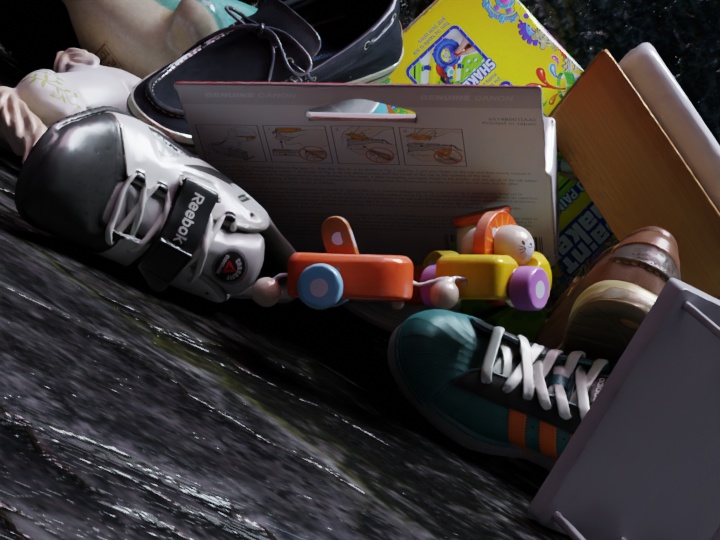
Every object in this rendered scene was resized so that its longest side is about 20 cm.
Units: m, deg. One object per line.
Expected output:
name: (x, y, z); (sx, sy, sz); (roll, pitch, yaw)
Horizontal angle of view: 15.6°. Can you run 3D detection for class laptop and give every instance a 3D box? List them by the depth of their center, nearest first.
laptop: (-0.166, -0.158, 1.868); (0.177, 0.104, 0.199); (36, 10, 40)

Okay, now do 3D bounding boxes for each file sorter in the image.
file sorter: (0.216, 0.120, 1.311); (0.199, 0.139, 0.125); (24, 12, -33)

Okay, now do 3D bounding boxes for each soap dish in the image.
soap dish: (0.172, -0.054, 1.553); (0.158, 0.081, 0.200); (56, 6, -1)

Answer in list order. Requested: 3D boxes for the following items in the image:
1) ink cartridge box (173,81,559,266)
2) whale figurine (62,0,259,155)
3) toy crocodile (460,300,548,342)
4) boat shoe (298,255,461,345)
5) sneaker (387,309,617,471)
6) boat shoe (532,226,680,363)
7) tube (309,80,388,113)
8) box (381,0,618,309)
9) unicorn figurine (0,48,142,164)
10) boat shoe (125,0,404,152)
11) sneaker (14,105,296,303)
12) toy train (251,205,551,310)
ink cartridge box: (0.008, -0.067, 1.451); (0.198, 0.045, 0.177); (2, -32, 7)
whale figurine: (-0.115, -0.146, 1.647); (0.200, 0.104, 0.159); (48, -29, -4)
toy crocodile: (0.072, 0.010, 1.591); (0.201, 0.061, 0.068); (63, 4, -12)
boat shoe: (0.000, 0.000, 1.566); (0.200, 0.075, 0.061); (47, -26, 49)
sneaker: (0.113, 0.069, 1.398); (0.199, 0.072, 0.080); (28, -37, -12)
boat shoe: (0.135, 0.041, 1.470); (0.072, 0.068, 0.200); (25, -29, -2)
tube: (0.012, -0.036, 1.661); (0.077, 0.050, 0.201); (41, -20, 43)
box: (0.082, -0.073, 1.735); (0.193, 0.122, 0.200); (47, -14, 0)
unicorn figurine: (-0.155, -0.089, 1.557); (0.137, 0.074, 0.200); (36, 6, 18)
boat shoe: (-0.053, -0.125, 1.544); (0.199, 0.063, 0.075); (-23, 54, -34)
sneaker: (-0.094, -0.027, 1.368); (0.088, 0.074, 0.200); (31, 8, 33)
toy train: (0.029, -0.008, 1.391); (0.149, 0.056, 0.200); (1, 1, 9)
